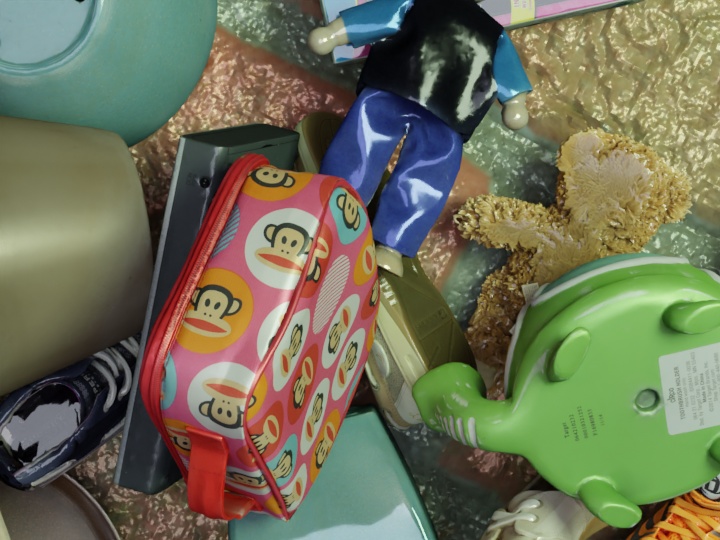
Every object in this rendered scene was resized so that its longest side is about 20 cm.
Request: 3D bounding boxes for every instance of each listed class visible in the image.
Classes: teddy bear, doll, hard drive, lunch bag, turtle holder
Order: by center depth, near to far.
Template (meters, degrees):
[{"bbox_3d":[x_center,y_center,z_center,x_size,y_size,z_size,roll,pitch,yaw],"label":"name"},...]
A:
[{"bbox_3d":[-0.053,0.053,0.937,0.082,0.200,0.177,16,66,13],"label":"lunch bag"},{"bbox_3d":[0.140,0.067,0.998,0.185,0.132,0.141,-40,110,10],"label":"turtle holder"},{"bbox_3d":[0.030,-0.104,1.005,0.136,0.048,0.201,25,89,-2],"label":"doll"},{"bbox_3d":[-0.087,0.018,1.007,0.033,0.140,0.201,15,101,13],"label":"hard drive"},{"bbox_3d":[0.126,0.005,1.090,0.144,0.067,0.201,10,103,7],"label":"teddy bear"}]

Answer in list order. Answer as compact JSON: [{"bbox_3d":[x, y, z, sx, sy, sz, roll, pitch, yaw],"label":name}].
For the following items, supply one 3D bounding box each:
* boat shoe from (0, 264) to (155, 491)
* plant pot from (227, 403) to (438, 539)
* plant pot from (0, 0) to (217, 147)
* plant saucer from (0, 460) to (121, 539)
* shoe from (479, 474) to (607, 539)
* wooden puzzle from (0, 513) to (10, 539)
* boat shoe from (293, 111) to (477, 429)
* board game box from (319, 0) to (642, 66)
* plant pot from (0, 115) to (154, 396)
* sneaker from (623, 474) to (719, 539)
[{"bbox_3d":[-0.148,0.060,1.056,0.075,0.093,0.200,45,82,-2],"label":"boat shoe"},{"bbox_3d":[-0.013,0.191,1.070,0.141,0.141,0.201,-14,89,0],"label":"plant pot"},{"bbox_3d":[-0.187,-0.161,1.023,0.199,0.135,0.201,0,96,-1],"label":"plant pot"},{"bbox_3d":[-0.244,0.208,1.117,0.199,0.032,0.201,0,96,-2],"label":"plant saucer"},{"bbox_3d":[0.105,0.151,1.045,0.070,0.200,0.054,-16,91,31],"label":"shoe"},{"bbox_3d":[-0.292,0.156,1.055,0.185,0.046,0.201,-32,65,19],"label":"wooden puzzle"},{"bbox_3d":[0.002,0.000,1.074,0.063,0.073,0.201,-29,89,37],"label":"boat shoe"},{"bbox_3d":[0.065,-0.216,1.057,0.199,0.064,0.148,-12,96,1],"label":"board game box"},{"bbox_3d":[-0.213,-0.010,0.969,0.173,0.200,0.201,-9,97,-20],"label":"plant pot"},{"bbox_3d":[0.191,0.155,1.046,0.077,0.112,0.200,33,59,27],"label":"sneaker"}]
